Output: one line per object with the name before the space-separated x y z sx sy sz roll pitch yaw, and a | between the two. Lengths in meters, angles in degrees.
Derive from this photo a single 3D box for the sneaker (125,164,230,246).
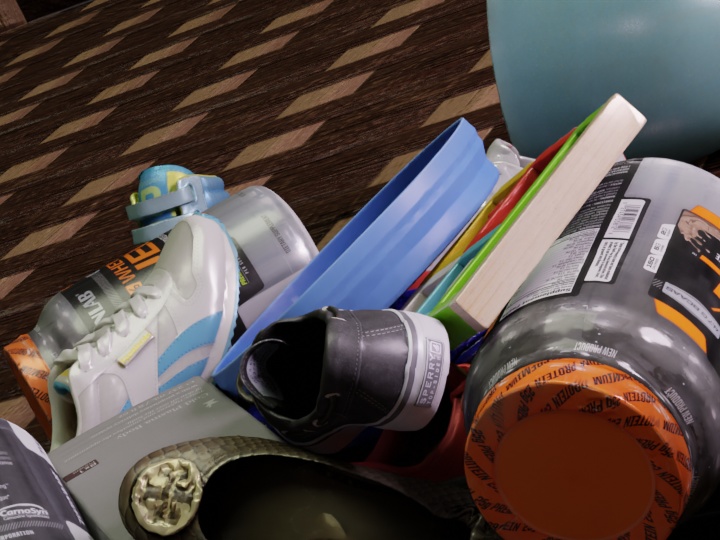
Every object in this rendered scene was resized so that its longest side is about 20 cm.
sneaker | -0.141 0.003 1.454 0.079 0.131 0.200 -14 21 29

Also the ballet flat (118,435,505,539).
ballet flat | -0.017 0.114 0.940 0.198 0.068 0.046 10 -13 11

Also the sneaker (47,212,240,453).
sneaker | -0.131 0.055 1.205 0.076 0.080 0.201 -9 59 63

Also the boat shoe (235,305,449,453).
boat shoe | -0.023 0.049 0.960 0.066 0.070 0.200 10 -5 -18

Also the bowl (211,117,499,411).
bowl | 0.000 0.000 1.141 0.201 0.039 0.201 -45 4 4

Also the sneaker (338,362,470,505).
sneaker | 0.061 0.073 1.027 0.077 0.085 0.200 -6 26 47

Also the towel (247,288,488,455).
towel | 0.019 0.050 1.167 0.147 0.050 0.200 -36 9 -34

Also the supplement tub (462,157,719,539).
supplement tub | 0.119 0.041 0.948 0.122 0.123 0.200 -17 22 28

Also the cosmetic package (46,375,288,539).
cosmetic package | -0.087 0.130 1.076 0.106 0.091 0.200 -27 14 -16

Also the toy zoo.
toy zoo | 0.058 -0.004 1.001 0.131 0.020 0.200 -51 4 -20

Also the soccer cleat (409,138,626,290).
soccer cleat | 0.075 -0.035 1.288 0.199 0.086 0.069 -16 12 2

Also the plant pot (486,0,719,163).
plant pot | 0.189 -0.156 1.361 0.160 0.202 0.201 -6 23 21

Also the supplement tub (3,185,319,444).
supplement tub | -0.118 0.042 1.319 0.199 0.123 0.122 -31 17 -14

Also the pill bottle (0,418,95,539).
pill bottle | -0.191 0.143 1.046 0.106 0.107 0.200 -29 39 -10
